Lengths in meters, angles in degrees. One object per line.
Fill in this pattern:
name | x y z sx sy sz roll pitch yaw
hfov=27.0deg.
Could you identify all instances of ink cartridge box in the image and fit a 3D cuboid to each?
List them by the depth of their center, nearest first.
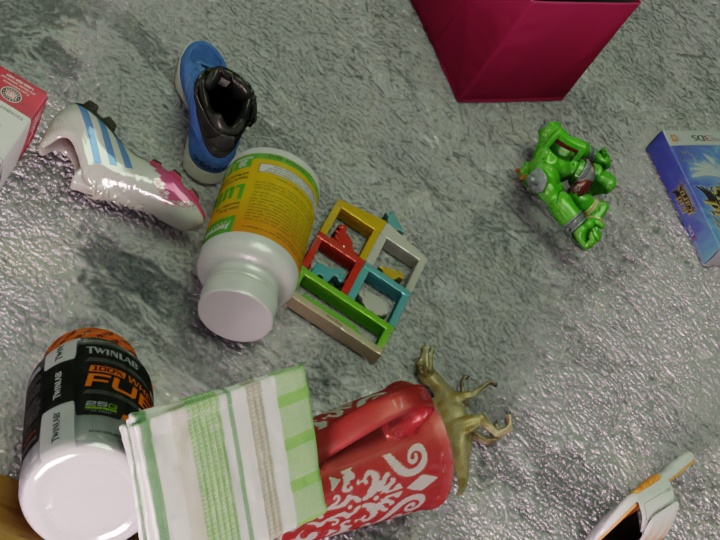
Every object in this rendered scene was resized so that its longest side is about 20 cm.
ink cartridge box | -0.429 -0.130 1.528 0.144 0.084 0.201 30 47 -8

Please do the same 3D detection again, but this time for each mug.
mug | -0.022 0.181 1.489 0.198 0.180 0.133 -14 32 -32

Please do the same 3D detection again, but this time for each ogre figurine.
ogre figurine | 0.269 -0.122 1.932 0.120 0.098 0.201 39 57 -15

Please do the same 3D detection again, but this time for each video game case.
video game case | 0.515 -0.105 2.100 0.179 0.046 0.202 -3 59 -31

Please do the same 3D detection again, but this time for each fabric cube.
fabric cube | 0.214 -0.365 2.009 0.194 0.200 0.202 -7 61 -33

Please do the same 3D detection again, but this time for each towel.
towel | -0.118 0.177 1.330 0.198 0.030 0.151 -15 101 -42

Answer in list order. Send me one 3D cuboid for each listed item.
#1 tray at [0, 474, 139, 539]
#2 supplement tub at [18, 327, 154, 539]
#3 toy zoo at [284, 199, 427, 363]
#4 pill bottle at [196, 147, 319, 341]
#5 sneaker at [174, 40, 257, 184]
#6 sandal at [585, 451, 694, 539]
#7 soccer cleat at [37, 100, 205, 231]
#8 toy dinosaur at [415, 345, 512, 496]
tray | -0.296 0.237 1.344 0.198 0.037 0.099 23 27 -15
supplement tub | -0.248 0.147 1.374 0.121 0.124 0.201 16 28 -19
toy zoo | 0.000 0.000 1.730 0.130 0.021 0.201 33 46 -5
pill bottle | -0.114 -0.026 1.620 0.110 0.111 0.202 24 48 -13
sneaker | -0.164 -0.210 1.727 0.076 0.111 0.202 13 51 -21
sandal | 0.333 0.267 1.689 0.206 0.079 0.059 -26 69 -43
soccer cleat | -0.261 -0.095 1.624 0.199 0.070 0.086 39 62 4
toy dinosaur | 0.112 0.175 1.657 0.100 0.059 0.202 -4 50 -15
